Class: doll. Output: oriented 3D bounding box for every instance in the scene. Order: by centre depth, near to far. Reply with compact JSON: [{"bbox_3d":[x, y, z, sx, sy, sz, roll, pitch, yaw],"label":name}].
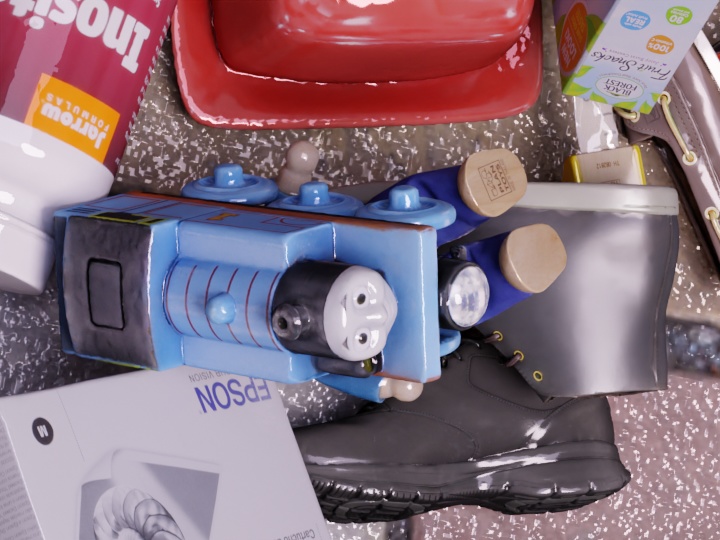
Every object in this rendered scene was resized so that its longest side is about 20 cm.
[{"bbox_3d":[0.000,0.000,1.323,0.048,0.200,0.137,-34,98,-49],"label":"doll"}]

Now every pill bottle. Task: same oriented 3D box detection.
[{"bbox_3d":[-0.156,-0.096,1.308,0.113,0.113,0.201,21,80,-17],"label":"pill bottle"}]

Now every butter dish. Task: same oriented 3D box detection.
[{"bbox_3d":[0.014,-0.175,1.354,0.199,0.148,0.200,-3,86,-19],"label":"butter dish"}]

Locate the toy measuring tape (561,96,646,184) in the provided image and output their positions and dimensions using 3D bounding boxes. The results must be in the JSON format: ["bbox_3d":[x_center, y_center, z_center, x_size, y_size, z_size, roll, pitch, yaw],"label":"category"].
[{"bbox_3d":[0.115,-0.048,1.423,0.073,0.074,0.201,-9,86,-19],"label":"toy measuring tape"}]

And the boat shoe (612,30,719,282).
[{"bbox_3d":[0.165,-0.079,1.441,0.059,0.072,0.200,-33,91,-3],"label":"boat shoe"}]

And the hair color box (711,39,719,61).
[{"bbox_3d":[0.279,-0.062,1.482,0.111,0.064,0.200,-38,97,-17],"label":"hair color box"}]

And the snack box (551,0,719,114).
[{"bbox_3d":[0.138,-0.198,1.355,0.053,0.142,0.200,11,47,-15],"label":"snack box"}]

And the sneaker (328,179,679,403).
[{"bbox_3d":[0.055,0.011,1.360,0.199,0.075,0.107,0,87,15],"label":"sneaker"}]

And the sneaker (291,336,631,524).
[{"bbox_3d":[0.037,0.079,1.393,0.199,0.076,0.091,-1,76,-25],"label":"sneaker"}]

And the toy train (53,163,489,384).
[{"bbox_3d":[-0.041,0.006,1.249,0.114,0.200,0.087,-19,111,-48],"label":"toy train"}]

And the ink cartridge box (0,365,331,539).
[{"bbox_3d":[-0.079,0.141,1.245,0.199,0.041,0.201,-11,80,-56],"label":"ink cartridge box"}]
